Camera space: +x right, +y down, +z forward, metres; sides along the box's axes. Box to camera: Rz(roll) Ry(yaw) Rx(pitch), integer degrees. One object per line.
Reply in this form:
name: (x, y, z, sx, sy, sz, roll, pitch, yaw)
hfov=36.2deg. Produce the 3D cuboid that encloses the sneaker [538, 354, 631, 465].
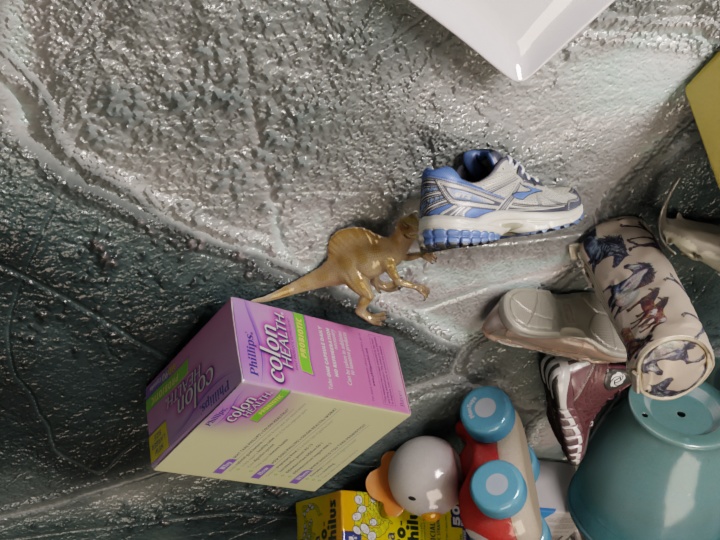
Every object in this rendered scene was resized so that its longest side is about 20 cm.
sneaker: (0.284, 0.156, 1.313, 0.115, 0.076, 0.200, -21, 140, -2)

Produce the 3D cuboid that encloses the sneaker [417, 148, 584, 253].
sneaker: (0.130, -0.071, 0.992, 0.200, 0.085, 0.077, -11, -178, -43)

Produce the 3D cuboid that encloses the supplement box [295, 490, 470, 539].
supplement box: (0.030, 0.341, 1.371, 0.200, 0.109, 0.109, 12, 155, -32)

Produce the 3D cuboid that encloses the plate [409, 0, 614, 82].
plate: (0.130, -0.255, 0.817, 0.200, 0.032, 0.200, -42, 135, 24)

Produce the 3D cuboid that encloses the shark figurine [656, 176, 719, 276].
shark figurine: (0.375, -0.040, 1.143, 0.214, 0.128, 0.090, 26, 99, -19)

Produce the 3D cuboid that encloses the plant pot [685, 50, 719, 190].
plant pot: (0.405, -0.121, 0.966, 0.176, 0.200, 0.200, -27, 141, 27)

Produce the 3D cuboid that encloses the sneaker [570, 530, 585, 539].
sneaker: (0.348, 0.350, 1.567, 0.112, 0.078, 0.200, -30, 150, 7)

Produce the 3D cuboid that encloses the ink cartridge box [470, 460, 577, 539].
ink cartridge box: (0.189, 0.343, 1.478, 0.146, 0.084, 0.200, 11, 132, -32)

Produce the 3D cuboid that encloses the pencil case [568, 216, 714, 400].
pencil case: (0.272, 0.035, 1.071, 0.089, 0.200, 0.078, -19, 130, 6)

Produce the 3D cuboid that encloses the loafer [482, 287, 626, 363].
loafer: (0.226, 0.063, 1.200, 0.199, 0.072, 0.063, 12, 148, -23)

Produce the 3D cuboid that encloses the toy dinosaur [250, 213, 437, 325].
toy dinosaur: (0.000, 0.000, 1.054, 0.200, 0.058, 0.101, -25, 124, 27)

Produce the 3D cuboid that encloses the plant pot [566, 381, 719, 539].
plant pot: (0.373, 0.235, 1.358, 0.199, 0.200, 0.188, -5, 126, -16)

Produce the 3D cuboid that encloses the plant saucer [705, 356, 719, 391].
plant saucer: (0.474, 0.191, 1.332, 0.027, 0.200, 0.200, -23, 141, -12)

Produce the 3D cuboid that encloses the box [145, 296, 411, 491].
box: (-0.086, 0.131, 1.109, 0.200, 0.097, 0.176, 15, 136, -35)

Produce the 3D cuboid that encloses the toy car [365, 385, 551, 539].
toy car: (0.105, 0.256, 1.296, 0.199, 0.177, 0.184, -14, 144, 13)
